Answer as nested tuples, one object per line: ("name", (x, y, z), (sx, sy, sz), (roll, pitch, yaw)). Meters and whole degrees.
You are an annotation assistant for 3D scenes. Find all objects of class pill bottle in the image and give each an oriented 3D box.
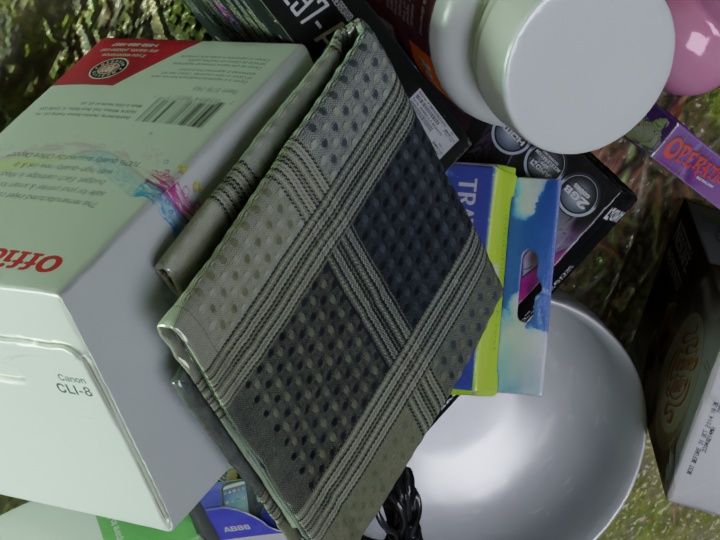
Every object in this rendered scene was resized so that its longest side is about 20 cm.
("pill bottle", (0.067, -0.141, 1.449), (0.114, 0.200, 0.114), (-13, 121, -22))

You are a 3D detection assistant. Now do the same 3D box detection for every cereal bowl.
("cereal bowl", (0.061, 0.087, 1.672), (0.200, 0.083, 0.201), (-7, 115, -16))

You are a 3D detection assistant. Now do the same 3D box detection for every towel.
("towel", (-0.015, 0.016, 1.368), (0.200, 0.034, 0.193), (-58, 137, -31))

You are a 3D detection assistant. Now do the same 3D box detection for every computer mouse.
("computer mouse", (-0.039, 0.112, 1.585), (0.044, 0.200, 0.110), (-56, 148, -22))

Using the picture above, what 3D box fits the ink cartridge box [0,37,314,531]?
("ink cartridge box", (-0.108, 0.002, 1.385), (0.200, 0.145, 0.145), (-46, 128, -35))

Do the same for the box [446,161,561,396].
("box", (0.000, 0.000, 1.518), (0.048, 0.200, 0.122), (11, 84, -71))

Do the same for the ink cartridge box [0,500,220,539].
("ink cartridge box", (-0.151, 0.194, 1.424), (0.200, 0.088, 0.145), (-27, 131, -2))

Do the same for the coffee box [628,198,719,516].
("coffee box", (0.217, 0.051, 1.665), (0.080, 0.200, 0.115), (16, 111, -7))

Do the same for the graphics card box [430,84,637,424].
("graphics card box", (0.038, -0.009, 1.558), (0.200, 0.125, 0.051), (-47, 164, 8))

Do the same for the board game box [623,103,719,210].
("board game box", (0.180, -0.065, 1.613), (0.032, 0.120, 0.200), (-49, 141, 8))

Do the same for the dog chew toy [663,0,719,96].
("dog chew toy", (0.225, -0.175, 1.609), (0.200, 0.125, 0.125), (-39, 128, 6))

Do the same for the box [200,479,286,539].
("box", (-0.065, 0.165, 1.544), (0.119, 0.042, 0.200), (-8, 143, 16))

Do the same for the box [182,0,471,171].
("box", (-0.047, -0.137, 1.447), (0.044, 0.160, 0.200), (-45, 127, -8))

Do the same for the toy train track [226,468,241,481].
("toy train track", (-0.089, 0.113, 1.529), (0.114, 0.033, 0.200), (-12, 146, 21))
